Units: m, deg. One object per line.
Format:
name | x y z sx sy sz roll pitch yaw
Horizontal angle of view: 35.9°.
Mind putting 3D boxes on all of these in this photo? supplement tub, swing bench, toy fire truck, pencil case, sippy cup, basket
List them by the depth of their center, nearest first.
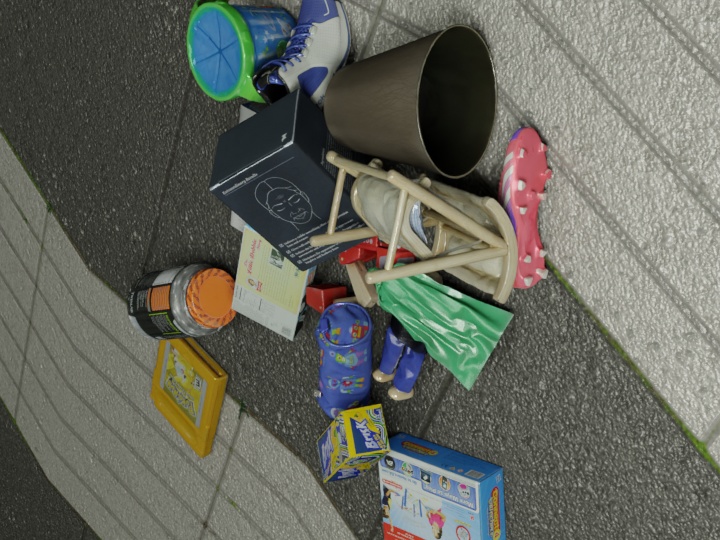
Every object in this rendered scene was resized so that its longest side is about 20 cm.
swing bench | 0.069 -0.057 1.365 0.199 0.197 0.132 29 109 62
basket | 0.055 -0.208 1.403 0.199 0.135 0.184 5 91 50
toy fire truck | 0.000 0.000 1.581 0.199 0.048 0.144 14 105 50
sippy cup | -0.158 -0.320 1.591 0.139 0.129 0.181 -5 101 49
pencil case | -0.026 0.135 1.614 0.202 0.085 0.079 92 170 -48
supplement tub | -0.300 0.054 1.892 0.198 0.122 0.124 -7 100 48

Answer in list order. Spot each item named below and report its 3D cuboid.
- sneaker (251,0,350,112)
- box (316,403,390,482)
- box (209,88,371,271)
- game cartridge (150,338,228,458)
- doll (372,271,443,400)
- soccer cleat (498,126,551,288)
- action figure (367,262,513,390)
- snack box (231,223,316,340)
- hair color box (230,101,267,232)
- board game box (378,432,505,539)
sneaker | -0.082 -0.278 1.507 0.080 0.114 0.203 3 87 46
box | -0.013 0.258 1.640 0.200 0.063 0.071 120 141 -66
box | -0.081 -0.117 1.496 0.147 0.200 0.108 -24 42 28
game cartridge | -0.320 0.217 2.044 0.176 0.032 0.202 40 130 30
doll | 0.067 0.081 1.557 0.137 0.048 0.202 47 134 33
soccer cleat | 0.188 -0.076 1.359 0.076 0.066 0.203 17 119 47
action figure | 0.092 0.052 1.469 0.199 0.055 0.119 33 103 11
snack box | -0.131 0.012 1.697 0.115 0.037 0.201 27 140 9
hair color box | -0.138 -0.146 1.685 0.099 0.060 0.203 29 125 33
board game box | 0.117 0.357 1.602 0.198 0.055 0.199 13 114 44
